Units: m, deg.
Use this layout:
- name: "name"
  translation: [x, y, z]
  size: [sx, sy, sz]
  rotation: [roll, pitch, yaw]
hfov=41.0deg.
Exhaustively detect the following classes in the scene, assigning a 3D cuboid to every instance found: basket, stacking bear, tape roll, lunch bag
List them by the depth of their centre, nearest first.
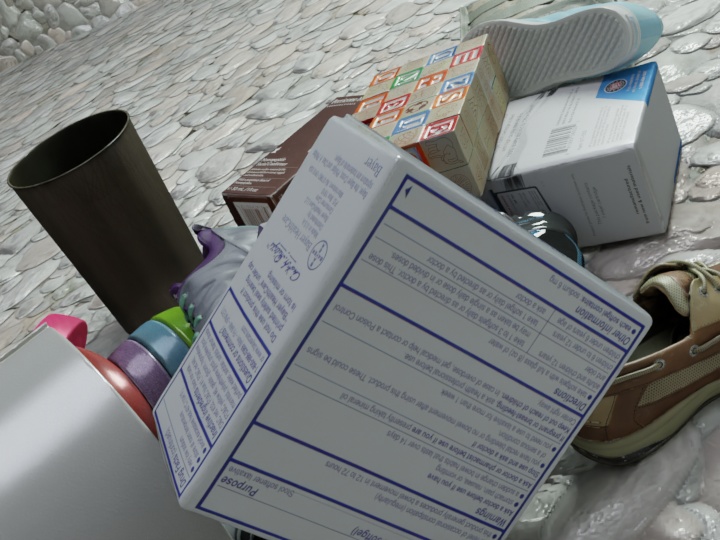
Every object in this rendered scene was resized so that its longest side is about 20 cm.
- name: "tape roll"
  translation: [-0.187, 0.155, 0.598]
  size: [0.139, 0.203, 0.202]
  rotation: [-40, 29, -20]
- name: "stacking bear"
  translation: [-0.124, 0.069, 0.794]
  size: [0.200, 0.122, 0.114]
  rotation: [-35, 25, -28]
- name: "lunch bag"
  translation: [0.188, -0.215, 0.971]
  size: [0.163, 0.118, 0.200]
  rotation: [-18, 35, 20]
- name: "basket"
  translation: [-0.248, -0.044, 0.996]
  size: [0.136, 0.200, 0.180]
  rotation: [-35, 28, -13]

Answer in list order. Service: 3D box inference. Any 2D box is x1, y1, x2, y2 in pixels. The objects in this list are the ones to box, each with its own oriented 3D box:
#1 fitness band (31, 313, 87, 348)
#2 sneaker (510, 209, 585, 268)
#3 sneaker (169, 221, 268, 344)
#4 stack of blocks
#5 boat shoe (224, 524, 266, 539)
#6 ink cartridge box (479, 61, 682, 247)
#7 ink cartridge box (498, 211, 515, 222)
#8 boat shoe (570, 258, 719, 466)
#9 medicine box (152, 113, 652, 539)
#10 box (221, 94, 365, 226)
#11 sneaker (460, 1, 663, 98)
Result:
- name: "fitness band"
  translation: [-0.273, 0.124, 0.803]
  size: [0.037, 0.144, 0.200]
  rotation: [11, 34, -2]
- name: "sneaker"
  translation: [0.071, 0.020, 0.724]
  size: [0.199, 0.073, 0.082]
  rotation: [-24, 32, 14]
- name: "sneaker"
  translation: [-0.105, 0.050, 0.719]
  size: [0.087, 0.075, 0.201]
  rotation: [3, 53, 7]
- name: "stack of blocks"
  translation: [0.051, -0.118, 0.801]
  size: [0.115, 0.059, 0.200]
  rotation: [-16, 27, 24]
- name: "boat shoe"
  translation: [-0.013, 0.111, 0.621]
  size: [0.200, 0.069, 0.057]
  rotation: [-51, 51, 4]
- name: "ink cartridge box"
  translation: [0.154, -0.085, 0.808]
  size: [0.199, 0.086, 0.147]
  rotation: [-12, 30, 32]
- name: "ink cartridge box"
  translation: [0.040, 0.052, 0.673]
  size: [0.094, 0.037, 0.201]
  rotation: [9, 74, 39]
- name: "boat shoe"
  translation: [0.199, 0.032, 0.577]
  size: [0.200, 0.074, 0.076]
  rotation: [-37, 28, -14]
- name: "medicine box"
  translation: [0.019, 0.052, 0.520]
  size: [0.200, 0.182, 0.103]
  rotation: [-57, 28, 7]
- name: "box"
  translation: [-0.044, -0.113, 1.062]
  size: [0.100, 0.075, 0.200]
  rotation: [6, 42, 49]
- name: "sneaker"
  translation: [0.180, -0.197, 0.867]
  size: [0.082, 0.074, 0.200]
  rotation: [-17, 17, -38]
